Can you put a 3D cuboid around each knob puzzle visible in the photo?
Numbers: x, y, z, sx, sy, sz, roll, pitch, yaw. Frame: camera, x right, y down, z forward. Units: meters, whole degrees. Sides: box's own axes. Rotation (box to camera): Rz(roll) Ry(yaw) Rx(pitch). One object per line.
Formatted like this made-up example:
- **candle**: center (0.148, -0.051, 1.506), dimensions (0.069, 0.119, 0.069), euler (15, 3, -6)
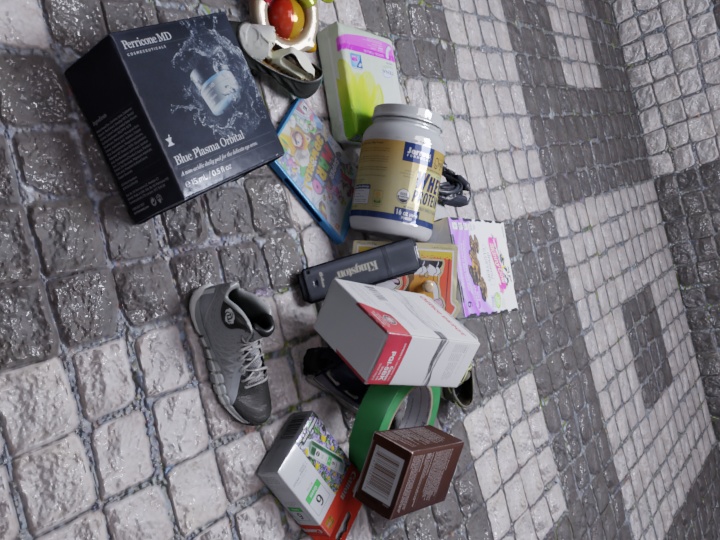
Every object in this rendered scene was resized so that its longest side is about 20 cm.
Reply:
- **knob puzzle**: center (0.067, 0.057, 1.120), dimensions (0.030, 0.214, 0.225), euler (-85, 152, -79)

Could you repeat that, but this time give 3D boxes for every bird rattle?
- **bird rattle**: center (-0.122, -0.427, 1.089), dimensions (0.197, 0.110, 0.169), euler (-15, 107, -48)

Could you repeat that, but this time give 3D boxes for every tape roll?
- **tape roll**: center (0.057, 0.238, 1.077), dimensions (0.199, 0.047, 0.206), euler (-34, 134, -44)

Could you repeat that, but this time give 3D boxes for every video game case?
- **video game case**: center (-0.068, -0.164, 1.135), dimensions (0.201, 0.017, 0.145), euler (50, 46, -30)

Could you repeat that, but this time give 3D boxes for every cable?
- **cable**: center (0.135, -0.198, 1.323), dimensions (0.197, 0.051, 0.166), euler (3, 51, -51)

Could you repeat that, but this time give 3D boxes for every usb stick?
- **usb stick**: center (0.000, 0.000, 1.068), dimensions (0.194, 0.033, 0.057), euler (-16, 97, -9)

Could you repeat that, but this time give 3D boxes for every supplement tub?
- **supplement tub**: center (0.063, -0.157, 1.137), dimensions (0.142, 0.142, 0.207), euler (10, 89, -47)

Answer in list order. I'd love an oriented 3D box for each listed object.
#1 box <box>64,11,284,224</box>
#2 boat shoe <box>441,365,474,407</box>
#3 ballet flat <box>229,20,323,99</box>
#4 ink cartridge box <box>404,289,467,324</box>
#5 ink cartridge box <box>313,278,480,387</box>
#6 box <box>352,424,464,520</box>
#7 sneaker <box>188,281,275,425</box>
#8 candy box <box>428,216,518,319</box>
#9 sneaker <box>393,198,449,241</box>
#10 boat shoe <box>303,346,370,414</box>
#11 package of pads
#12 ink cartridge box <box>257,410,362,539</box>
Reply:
- **box**: center (-0.228, -0.197, 0.877), dimensions (0.196, 0.115, 0.205), euler (-36, 106, -48)
- **boat shoe**: center (0.170, 0.175, 1.222), dimensions (0.072, 0.059, 0.204), euler (-46, 147, -25)
- **ballet flat**: center (-0.135, -0.333, 1.051), dimensions (0.197, 0.067, 0.070), euler (20, 60, -40)
- **ink cartridge box**: center (0.114, 0.050, 1.240), dimensions (0.198, 0.083, 0.148), euler (-28, 101, -51)
- **ink cartridge box**: center (0.054, 0.093, 0.995), dimensions (0.196, 0.146, 0.085), euler (11, 111, -42)
- **box**: center (0.077, 0.294, 1.028), dimensions (0.198, 0.074, 0.103), euler (18, 92, -58)
- **sneaker**: center (-0.145, 0.108, 0.889), dimensions (0.075, 0.113, 0.205), euler (-36, 106, -48)
- **candy box**: center (0.196, -0.002, 1.233), dimensions (0.197, 0.070, 0.173), euler (-2, 80, -51)
- **sneaker**: center (0.108, -0.097, 1.295), dimensions (0.198, 0.077, 0.102), euler (-10, 79, -58)
- **boat shoe**: center (0.006, 0.173, 1.069), dimensions (0.198, 0.091, 0.077), euler (32, 57, -40)
- **package of pads**: center (0.006, -0.323, 1.231), dimensions (0.152, 0.067, 0.207), euler (-3, 82, -49)
- **ink cartridge box**: center (-0.054, 0.314, 0.990), dimensions (0.202, 0.049, 0.110), euler (57, 43, -22)
